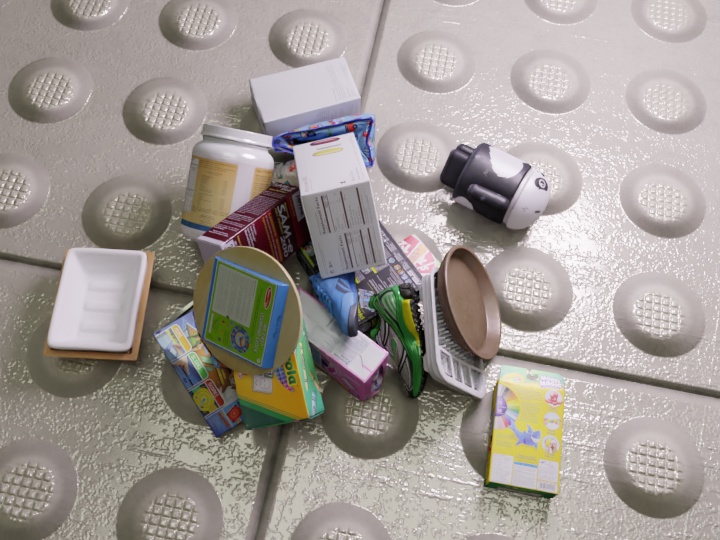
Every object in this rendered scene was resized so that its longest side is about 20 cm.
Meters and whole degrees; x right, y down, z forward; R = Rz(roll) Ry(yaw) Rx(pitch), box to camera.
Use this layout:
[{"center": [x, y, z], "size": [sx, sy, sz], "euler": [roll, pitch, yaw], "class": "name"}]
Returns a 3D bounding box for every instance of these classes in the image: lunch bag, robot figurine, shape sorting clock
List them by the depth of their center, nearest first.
[{"center": [-0.174, 0.062, 1.201], "size": [0.200, 0.200, 0.039], "euler": [45, 28, 17], "class": "shape sorting clock"}, {"center": [0.251, -0.160, 1.448], "size": [0.200, 0.125, 0.150], "euler": [29, 70, 12], "class": "robot figurine"}, {"center": [-0.072, -0.244, 1.458], "size": [0.199, 0.151, 0.094], "euler": [1, 103, 3], "class": "lunch bag"}]

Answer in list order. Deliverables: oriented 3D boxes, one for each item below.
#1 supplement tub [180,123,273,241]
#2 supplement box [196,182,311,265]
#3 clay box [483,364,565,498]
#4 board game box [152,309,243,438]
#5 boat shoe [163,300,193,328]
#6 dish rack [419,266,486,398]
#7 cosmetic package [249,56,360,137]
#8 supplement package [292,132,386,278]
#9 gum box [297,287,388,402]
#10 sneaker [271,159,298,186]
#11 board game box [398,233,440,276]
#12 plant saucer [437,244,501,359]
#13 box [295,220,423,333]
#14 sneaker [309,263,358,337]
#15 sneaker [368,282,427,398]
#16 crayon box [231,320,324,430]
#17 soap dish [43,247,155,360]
[{"center": [-0.231, -0.147, 1.377], "size": [0.144, 0.145, 0.201], "euler": [12, 97, 4], "class": "supplement tub"}, {"center": [-0.173, -0.053, 1.316], "size": [0.061, 0.109, 0.200], "euler": [15, 42, 34], "class": "supplement box"}, {"center": [0.273, 0.263, 1.294], "size": [0.115, 0.048, 0.200], "euler": [10, 64, 3], "class": "clay box"}, {"center": [-0.233, 0.155, 1.298], "size": [0.135, 0.034, 0.200], "euler": [-31, 91, -15], "class": "board game box"}, {"center": [-0.256, 0.070, 1.354], "size": [0.201, 0.072, 0.061], "euler": [-41, 82, -12], "class": "boat shoe"}, {"center": [0.149, 0.109, 1.316], "size": [0.043, 0.172, 0.201], "euler": [-18, 60, 31], "class": "dish rack"}, {"center": [-0.109, -0.335, 1.545], "size": [0.199, 0.081, 0.113], "euler": [-15, 66, -7], "class": "cosmetic package"}, {"center": [-0.038, -0.112, 1.297], "size": [0.111, 0.156, 0.200], "euler": [-14, 32, -1], "class": "supplement package"}, {"center": [-0.044, 0.128, 1.310], "size": [0.200, 0.114, 0.066], "euler": [36, 69, 14], "class": "gum box"}, {"center": [-0.135, -0.185, 1.465], "size": [0.199, 0.093, 0.071], "euler": [10, 65, 2], "class": "sneaker"}, {"center": [0.047, 0.021, 1.413], "size": [0.200, 0.030, 0.096], "euler": [-35, 70, -14], "class": "board game box"}, {"center": [0.184, 0.055, 1.331], "size": [0.029, 0.200, 0.201], "euler": [-19, 61, 30], "class": "plant saucer"}, {"center": [0.000, 0.000, 1.384], "size": [0.160, 0.044, 0.200], "euler": [-30, 63, -14], "class": "box"}, {"center": [-0.042, 0.044, 1.264], "size": [0.078, 0.066, 0.200], "euler": [-1, 31, -6], "class": "sneaker"}, {"center": [0.066, 0.119, 1.310], "size": [0.085, 0.078, 0.201], "euler": [-10, 103, 15], "class": "sneaker"}, {"center": [-0.141, 0.142, 1.244], "size": [0.119, 0.058, 0.201], "euler": [-15, 87, 22], "class": "crayon box"}, {"center": [-0.442, 0.062, 1.347], "size": [0.157, 0.081, 0.201], "euler": [3, 65, 0], "class": "soap dish"}]
